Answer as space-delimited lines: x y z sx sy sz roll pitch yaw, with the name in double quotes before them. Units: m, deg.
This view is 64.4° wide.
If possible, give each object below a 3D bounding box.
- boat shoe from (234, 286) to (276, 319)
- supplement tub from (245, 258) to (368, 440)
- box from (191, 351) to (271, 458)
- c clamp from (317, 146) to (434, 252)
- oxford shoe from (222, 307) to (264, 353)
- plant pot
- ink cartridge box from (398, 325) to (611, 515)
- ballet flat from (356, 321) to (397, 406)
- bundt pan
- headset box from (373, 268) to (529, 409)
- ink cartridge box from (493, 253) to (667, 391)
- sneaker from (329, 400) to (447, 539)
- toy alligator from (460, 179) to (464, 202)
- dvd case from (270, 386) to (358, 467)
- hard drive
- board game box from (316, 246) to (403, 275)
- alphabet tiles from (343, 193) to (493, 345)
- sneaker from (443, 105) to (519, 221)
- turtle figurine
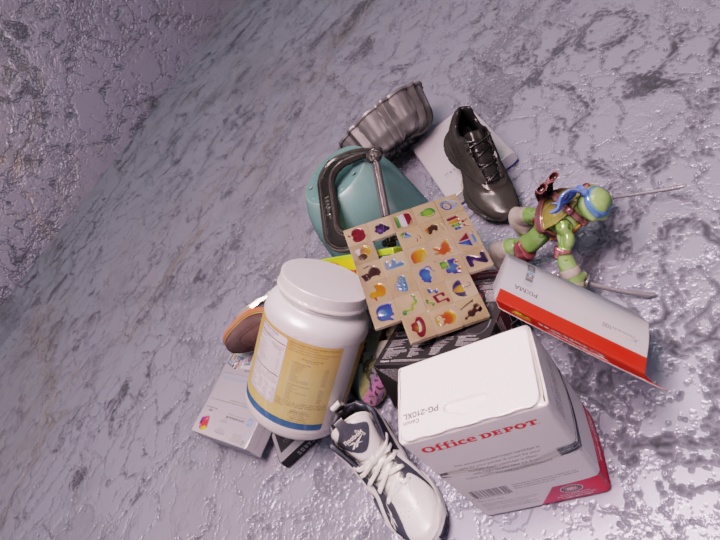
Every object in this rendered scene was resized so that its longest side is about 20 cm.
"boat shoe" -0.139 0.059 1.062 0.197 0.073 0.064 -34 82 7
"supplement tub" -0.069 0.103 0.768 0.145 0.141 0.205 44 123 53
"box" -0.178 0.188 0.940 0.153 0.041 0.203 -1 55 43
"c clamp" 0.011 -0.109 0.854 0.168 0.027 0.204 -27 58 19
"oxford shoe" -0.138 0.101 0.893 0.196 0.071 0.074 -22 48 24
"plant pot" -0.001 -0.111 0.986 0.197 0.161 0.204 -24 43 24
"ink cartridge box" 0.144 0.159 0.571 0.142 0.200 0.086 -23 42 24
"ballet flat" 0.047 0.096 0.829 0.070 0.069 0.203 -18 42 40
"bundt pan" 0.057 -0.256 1.072 0.200 0.076 0.202 -37 -3 -2
"headset box" 0.126 0.077 0.727 0.146 0.076 0.201 -10 30 36
"ink cartridge box" 0.214 0.041 0.578 0.157 0.200 0.048 27 99 9
"sneaker" 0.018 0.229 0.683 0.079 0.130 0.200 -39 38 7
"toy alligator" 0.131 -0.058 0.907 0.203 0.058 0.054 -60 -2 -25
"dvd case" -0.094 0.187 0.914 0.150 0.025 0.201 -43 37 5
"hard drive" 0.178 -0.207 1.014 0.131 0.025 0.202 -37 39 12
"board game box" 0.000 0.000 0.848 0.196 0.100 0.049 -8 88 39
"alphabet tiles" 0.078 -0.005 0.715 0.163 0.008 0.203 -18 51 -2
"sneaker" 0.183 -0.165 0.880 0.074 0.091 0.203 -22 64 -7
"turtle figurine" 0.273 -0.037 0.733 0.193 0.195 0.149 167 107 -65
